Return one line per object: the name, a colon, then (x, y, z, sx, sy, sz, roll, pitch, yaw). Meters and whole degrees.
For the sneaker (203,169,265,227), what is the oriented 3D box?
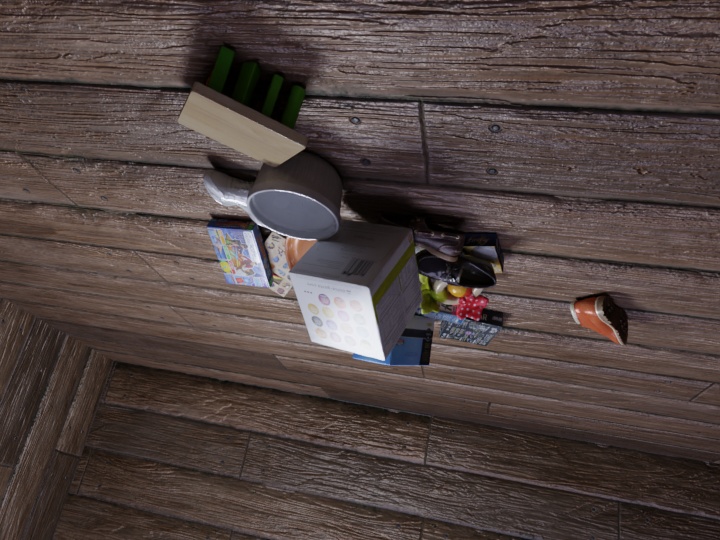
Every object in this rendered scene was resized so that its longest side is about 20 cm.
sneaker: (-0.249, -0.176, 1.322, 0.197, 0.076, 0.099, 27, 134, -31)

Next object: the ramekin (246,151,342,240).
ramekin: (-0.128, -0.156, 1.234, 0.194, 0.108, 0.201, 10, 156, 5)

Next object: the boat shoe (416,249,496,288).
boat shoe: (0.214, -0.001, 1.342, 0.195, 0.074, 0.065, 12, -163, -11)

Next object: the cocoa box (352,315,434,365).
cocoa box: (0.091, 0.180, 1.604, 0.131, 0.135, 0.198, 4, 176, 38)

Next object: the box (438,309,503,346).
box: (0.330, 0.167, 1.814, 0.156, 0.045, 0.201, 11, 157, 3)

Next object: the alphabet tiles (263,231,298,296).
alphabet tiles: (-0.233, -0.023, 1.608, 0.165, 0.008, 0.200, 32, 133, -13)

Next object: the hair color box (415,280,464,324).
hair color box: (0.184, 0.067, 1.589, 0.194, 0.103, 0.061, 11, 159, 1)

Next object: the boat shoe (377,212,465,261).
boat shoe: (0.133, -0.090, 1.311, 0.195, 0.071, 0.072, 20, 121, 5)

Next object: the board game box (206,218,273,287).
board game box: (-0.314, -0.043, 1.584, 0.132, 0.035, 0.203, 6, 134, 15)

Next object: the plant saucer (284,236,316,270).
plant saucer: (-0.108, -0.022, 1.495, 0.197, 0.037, 0.205, 23, 129, 32)

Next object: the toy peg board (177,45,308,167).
toy peg board: (-0.195, -0.279, 1.036, 0.196, 0.100, 0.198, 23, 171, -22)

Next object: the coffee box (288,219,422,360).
coffee box: (-0.001, 0.036, 1.294, 0.195, 0.201, 0.201, 10, 132, 30)

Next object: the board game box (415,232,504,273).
board game box: (0.229, -0.040, 1.407, 0.195, 0.035, 0.136, 2, 155, 23)

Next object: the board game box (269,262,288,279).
board game box: (-0.181, -0.010, 1.666, 0.194, 0.049, 0.102, 8, 157, 10)

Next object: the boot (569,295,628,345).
boot: (0.623, 0.130, 1.558, 0.106, 0.076, 0.199, -9, 141, 46)

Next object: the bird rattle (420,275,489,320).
bird rattle: (0.236, 0.053, 1.453, 0.195, 0.115, 0.164, 15, 140, -15)
